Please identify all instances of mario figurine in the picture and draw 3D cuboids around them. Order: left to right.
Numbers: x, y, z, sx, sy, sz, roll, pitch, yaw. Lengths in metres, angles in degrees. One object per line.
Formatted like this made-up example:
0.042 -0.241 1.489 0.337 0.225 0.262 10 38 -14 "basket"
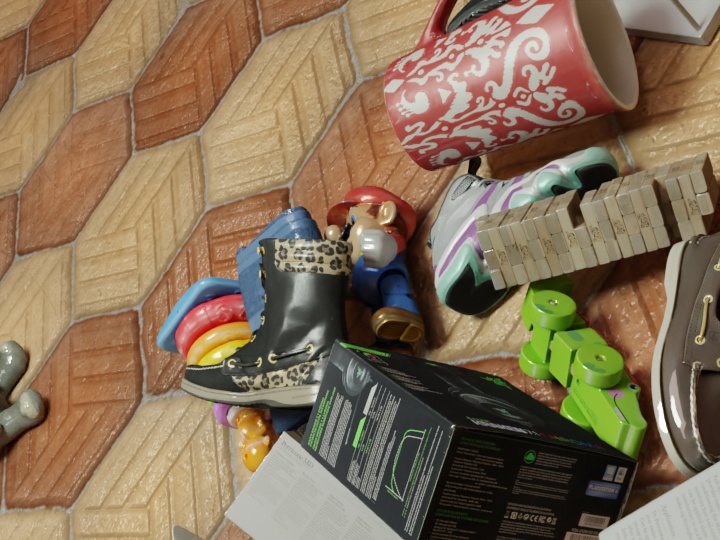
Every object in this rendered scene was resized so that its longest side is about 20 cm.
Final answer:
0.000 0.000 1.321 0.123 0.106 0.201 -37 41 25 "mario figurine"

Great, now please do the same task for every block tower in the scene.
0.190 -0.037 1.128 0.198 0.055 0.058 -15 13 24 "block tower"

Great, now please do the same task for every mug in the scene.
0.130 -0.191 1.251 0.198 0.133 0.180 -20 59 29 "mug"

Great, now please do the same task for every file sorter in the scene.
0.282 -0.328 1.253 0.138 0.124 0.201 23 79 53 "file sorter"

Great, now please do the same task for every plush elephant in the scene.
-0.515 0.162 1.724 0.200 0.154 0.165 -45 37 11 "plush elephant"

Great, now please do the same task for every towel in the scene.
-0.059 0.048 1.334 0.111 0.048 0.202 -36 59 39 "towel"

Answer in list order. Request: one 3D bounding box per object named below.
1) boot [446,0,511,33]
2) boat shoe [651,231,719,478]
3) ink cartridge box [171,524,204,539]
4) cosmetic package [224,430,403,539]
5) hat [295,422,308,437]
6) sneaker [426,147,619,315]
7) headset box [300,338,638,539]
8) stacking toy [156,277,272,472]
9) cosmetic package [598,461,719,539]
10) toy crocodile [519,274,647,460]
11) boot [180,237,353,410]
0.148 -0.328 1.451 0.164 0.066 0.202 -28 46 19 "boot"
0.258 0.055 1.014 0.059 0.072 0.202 -22 41 40 "boat shoe"
-0.149 0.335 1.194 0.124 0.128 0.202 3 64 49 "ink cartridge box"
-0.002 0.219 1.088 0.199 0.051 0.083 38 92 10 "cosmetic package"
-0.026 0.187 1.217 0.199 0.081 0.202 -28 43 30 "hat"
0.132 -0.069 1.249 0.199 0.078 0.141 -39 38 18 "sneaker"
0.074 0.135 1.044 0.200 0.173 0.094 30 103 59 "headset box"
-0.118 0.114 1.378 0.116 0.109 0.201 -50 44 32 "stacking toy"
0.264 0.177 0.904 0.199 0.071 0.102 -36 39 23 "cosmetic package"
0.177 0.072 1.104 0.201 0.061 0.068 -121 31 -51 "toy crocodile"
-0.081 0.049 1.268 0.198 0.073 0.153 -1 83 43 "boot"
